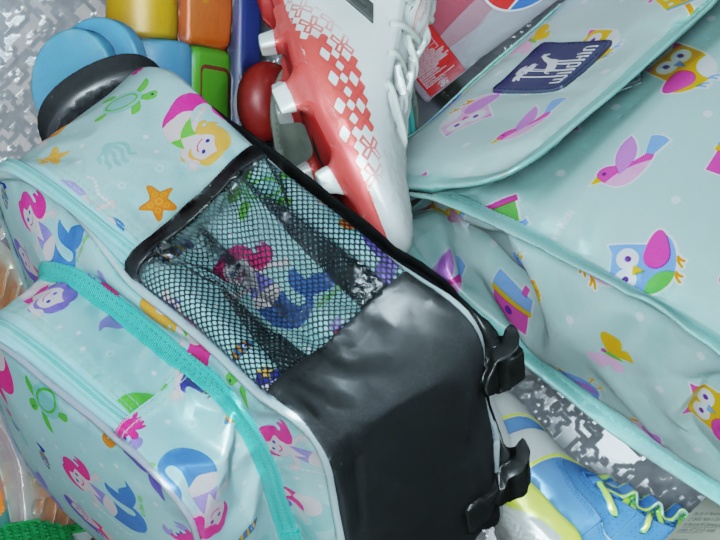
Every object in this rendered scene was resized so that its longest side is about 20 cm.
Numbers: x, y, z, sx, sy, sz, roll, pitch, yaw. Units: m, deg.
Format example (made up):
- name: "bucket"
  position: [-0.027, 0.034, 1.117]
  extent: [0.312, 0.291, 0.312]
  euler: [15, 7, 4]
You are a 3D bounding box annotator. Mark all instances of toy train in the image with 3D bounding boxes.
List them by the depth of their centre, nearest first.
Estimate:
- name: "toy train"
  position: [-0.086, -0.146, 1.106]
  extent: [0.085, 0.116, 0.200]
  euler: [1, 89, 28]

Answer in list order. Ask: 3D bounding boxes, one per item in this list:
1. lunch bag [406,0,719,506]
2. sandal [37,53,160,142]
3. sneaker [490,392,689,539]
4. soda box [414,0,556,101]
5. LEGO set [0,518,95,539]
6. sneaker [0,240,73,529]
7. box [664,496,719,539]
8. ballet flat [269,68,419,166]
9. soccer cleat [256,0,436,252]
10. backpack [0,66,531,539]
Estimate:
- name: "lunch bag"
  position: [0.120, -0.033, 1.050]
  extent: [0.200, 0.122, 0.170]
  euler: [34, 63, 27]
- name: "sandal"
  position: [-0.081, -0.023, 1.095]
  extent: [0.075, 0.200, 0.045]
  euler: [-29, 48, -7]
- name: "sneaker"
  position: [0.124, 0.122, 1.110]
  extent: [0.105, 0.076, 0.200]
  euler: [-30, 92, -6]
- name: "soda box"
  position: [0.078, -0.165, 1.108]
  extent: [0.200, 0.063, 0.070]
  euler: [-37, 51, 4]
- name: "LEGO set"
  position: [-0.058, 0.166, 1.065]
  extent: [0.200, 0.154, 0.116]
  euler: [-11, 112, -20]
- name: "sneaker"
  position: [-0.150, 0.073, 1.148]
  extent: [0.071, 0.080, 0.200]
  euler: [-32, 103, -33]
- name: "box"
  position: [0.213, 0.079, 1.059]
  extent: [0.200, 0.068, 0.082]
  euler: [-45, 97, -14]
- name: "ballet flat"
  position: [0.000, 0.000, 1.126]
  extent: [0.067, 0.064, 0.200]
  euler: [-17, 112, -30]
- name: "soccer cleat"
  position: [0.001, -0.095, 1.031]
  extent: [0.085, 0.069, 0.200]
  euler: [-17, 57, -2]
- name: "backpack"
  position: [-0.054, 0.031, 0.970]
  extent: [0.150, 0.178, 0.200]
  euler: [-35, 58, -15]
